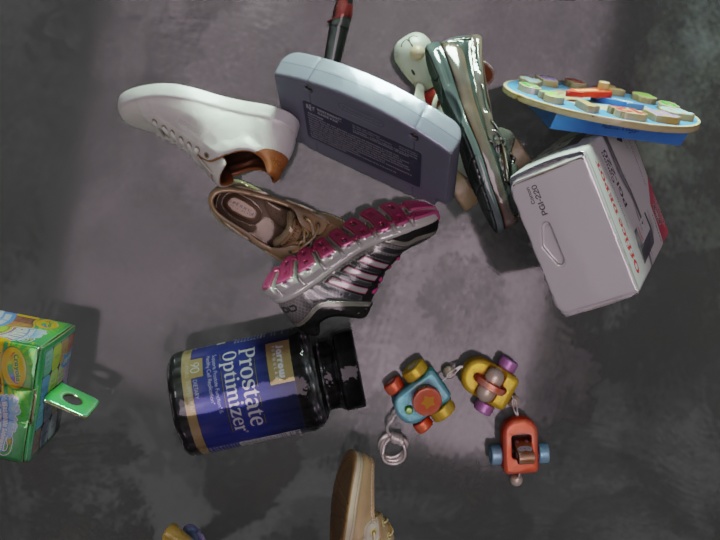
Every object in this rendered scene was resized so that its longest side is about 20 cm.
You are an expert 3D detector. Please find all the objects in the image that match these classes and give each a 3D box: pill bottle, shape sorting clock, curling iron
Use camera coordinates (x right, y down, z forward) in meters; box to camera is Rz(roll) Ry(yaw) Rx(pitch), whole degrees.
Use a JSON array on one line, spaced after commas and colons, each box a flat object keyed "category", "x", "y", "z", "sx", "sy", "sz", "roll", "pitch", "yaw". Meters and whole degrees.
[{"category": "pill bottle", "x": -0.097, "y": 0.123, "z": 0.959, "sx": 0.196, "sy": 0.112, "sz": 0.114, "roll": -12, "pitch": 97, "yaw": -1}, {"category": "shape sorting clock", "x": 0.241, "y": -0.170, "z": 0.900, "sx": 0.196, "sy": 0.201, "sz": 0.040, "roll": 9, "pitch": 115, "yaw": -4}, {"category": "curling iron", "x": -0.029, "y": -0.274, "z": 0.959, "sx": 0.049, "sy": 0.025, "sz": 0.204, "roll": 0, "pitch": 102, "yaw": -40}]

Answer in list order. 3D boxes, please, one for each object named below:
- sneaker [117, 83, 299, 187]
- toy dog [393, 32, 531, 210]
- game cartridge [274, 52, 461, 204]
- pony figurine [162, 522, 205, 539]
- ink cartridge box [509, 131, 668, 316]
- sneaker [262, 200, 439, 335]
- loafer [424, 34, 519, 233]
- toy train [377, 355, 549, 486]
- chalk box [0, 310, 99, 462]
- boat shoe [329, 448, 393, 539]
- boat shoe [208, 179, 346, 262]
[{"category": "sneaker", "x": -0.167, "y": -0.137, "z": 0.925, "sx": 0.196, "sy": 0.073, "sz": 0.086, "roll": 11, "pitch": 75, "yaw": 12}, {"category": "toy dog", "x": 0.101, "y": -0.154, "z": 0.946, "sx": 0.199, "sy": 0.096, "sz": 0.133, "roll": 35, "pitch": 93, "yaw": -6}, {"category": "game cartridge", "x": 0.009, "y": -0.144, "z": 0.901, "sx": 0.198, "sy": 0.133, "sz": 0.041, "roll": 26, "pitch": 73, "yaw": 13}, {"category": "pony figurine", "x": -0.137, "y": 0.355, "z": 0.962, "sx": 0.198, "sy": 0.193, "sz": 0.168, "roll": 29, "pitch": 91, "yaw": 14}, {"category": "ink cartridge box", "x": 0.236, "y": -0.062, "z": 0.905, "sx": 0.084, "sy": 0.200, "sz": 0.148, "roll": -19, "pitch": 99, "yaw": 33}, {"category": "sneaker", "x": 0.000, "y": 0.000, "z": 0.931, "sx": 0.198, "sy": 0.074, "sz": 0.088, "roll": -29, "pitch": 114, "yaw": -5}, {"category": "loafer", "x": 0.123, "y": -0.139, "z": 0.877, "sx": 0.062, "sy": 0.072, "sz": 0.203, "roll": -20, "pitch": 81, "yaw": 0}, {"category": "toy train", "x": 0.120, "y": 0.172, "z": 1.004, "sx": 0.196, "sy": 0.056, "sz": 0.153, "roll": 2, "pitch": 96, "yaw": -3}, {"category": "chalk box", "x": -0.376, "y": 0.116, "z": 0.940, "sx": 0.196, "sy": 0.124, "sz": 0.126, "roll": 10, "pitch": 96, "yaw": -5}, {"category": "boat shoe", "x": 0.004, "y": 0.301, "z": 1.010, "sx": 0.068, "sy": 0.074, "sz": 0.204, "roll": 3, "pitch": 97, "yaw": -15}, {"category": "boat shoe", "x": -0.073, "y": -0.037, "z": 0.966, "sx": 0.197, "sy": 0.065, "sz": 0.072, "roll": 22, "pitch": 95, "yaw": -6}]
